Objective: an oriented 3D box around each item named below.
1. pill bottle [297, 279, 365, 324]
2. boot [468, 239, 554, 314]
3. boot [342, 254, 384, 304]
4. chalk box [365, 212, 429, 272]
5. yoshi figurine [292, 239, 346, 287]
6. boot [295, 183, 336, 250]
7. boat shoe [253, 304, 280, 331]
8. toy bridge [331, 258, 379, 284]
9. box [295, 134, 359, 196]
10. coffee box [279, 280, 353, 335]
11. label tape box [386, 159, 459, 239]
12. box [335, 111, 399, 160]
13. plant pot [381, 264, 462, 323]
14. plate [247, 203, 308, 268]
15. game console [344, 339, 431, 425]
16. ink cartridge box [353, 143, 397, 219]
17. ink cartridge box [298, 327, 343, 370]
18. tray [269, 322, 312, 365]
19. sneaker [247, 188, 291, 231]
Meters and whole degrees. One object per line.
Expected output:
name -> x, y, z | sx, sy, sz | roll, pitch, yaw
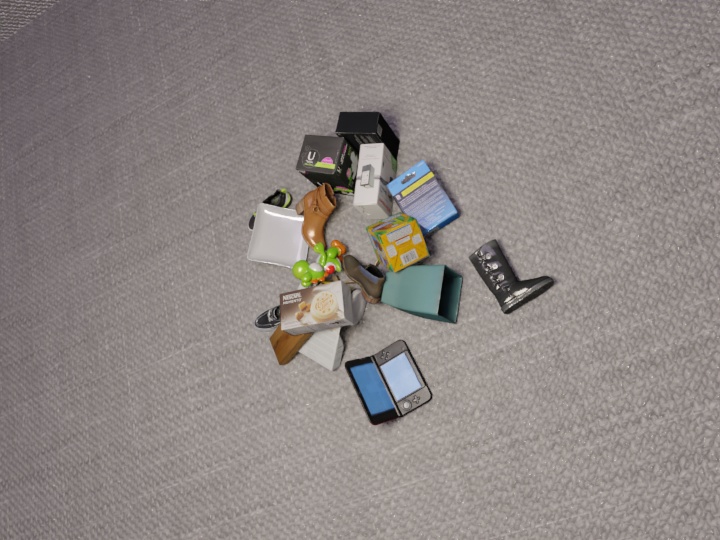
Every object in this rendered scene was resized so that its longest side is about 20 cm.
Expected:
pill bottle -> -0.093, 0.092, 1.706 | 0.198, 0.114, 0.115 | 14, 82, 26
boot -> 0.422, -0.003, 1.541 | 0.164, 0.066, 0.201 | -32, 61, 11
boot -> 0.014, -0.002, 1.652 | 0.200, 0.074, 0.097 | 53, 141, 32
chalk box -> 0.101, -0.091, 1.629 | 0.124, 0.200, 0.125 | -25, 108, -8
yoshi figurine -> -0.139, -0.024, 1.710 | 0.111, 0.200, 0.113 | -12, 111, 42
boot -> -0.128, -0.170, 1.775 | 0.154, 0.073, 0.201 | -29, 81, 38
boat shoe -> -0.275, 0.148, 1.796 | 0.198, 0.068, 0.072 | -16, 70, 19
toy bridge -> 0.000, 0.000, 1.739 | 0.199, 0.027, 0.068 | -35, 66, 10
box -> -0.092, -0.339, 1.774 | 0.147, 0.200, 0.125 | 11, 80, 25
coffee box -> -0.129, 0.111, 1.585 | 0.198, 0.080, 0.115 | -12, 69, 17
label tape box -> 0.192, -0.214, 1.678 | 0.144, 0.063, 0.201 | -33, 75, 12
box -> 0.026, -0.426, 1.745 | 0.140, 0.200, 0.080 | 5, 78, 23
plant pot -> 0.170, 0.065, 1.588 | 0.198, 0.141, 0.143 | 3, 77, 32
plate -> -0.268, -0.113, 1.851 | 0.198, 0.032, 0.202 | 11, 79, -1
game console -> 0.080, 0.316, 1.568 | 0.172, 0.119, 0.201 | -33, 66, 13
ink cartridge box -> 0.049, -0.278, 1.727 | 0.083, 0.145, 0.202 | 2, 77, 22
ink cartridge box -> -0.120, 0.186, 1.683 | 0.159, 0.047, 0.202 | 25, 115, 28
tray -> -0.223, 0.207, 1.717 | 0.200, 0.037, 0.099 | -52, 56, 43
sneaker -> -0.331, -0.220, 1.912 | 0.200, 0.083, 0.072 | -41, 64, 9
